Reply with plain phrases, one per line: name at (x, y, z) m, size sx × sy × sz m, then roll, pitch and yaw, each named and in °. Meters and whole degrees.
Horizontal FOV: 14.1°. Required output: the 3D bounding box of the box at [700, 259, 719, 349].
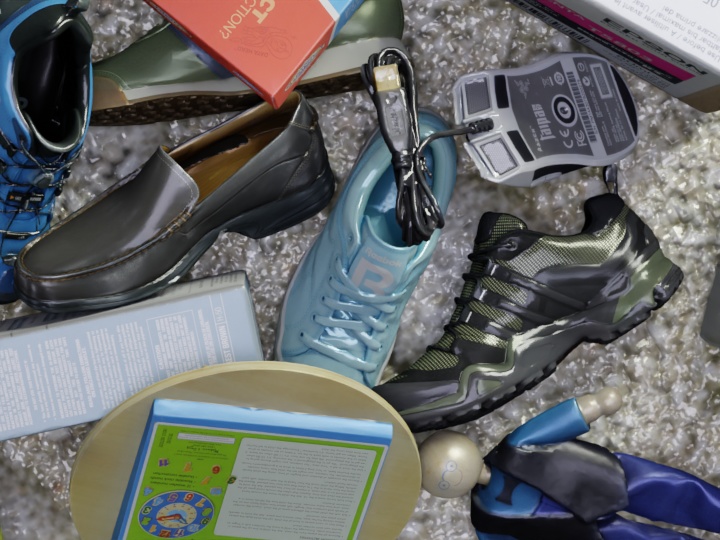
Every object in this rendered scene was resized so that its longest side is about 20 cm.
box at (0.318, -0.007, 1.621) m, size 0.199 × 0.200 × 0.172 m, roll 17°, pitch 91°, yaw -4°

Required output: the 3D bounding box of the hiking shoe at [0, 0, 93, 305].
hiking shoe at (-0.194, -0.068, 1.629) m, size 0.074 × 0.087 × 0.200 m, roll -5°, pitch 114°, yaw -28°

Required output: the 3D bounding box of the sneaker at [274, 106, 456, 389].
sneaker at (0.000, 0.000, 1.668) m, size 0.074 × 0.082 × 0.200 m, roll 18°, pitch 93°, yaw -2°

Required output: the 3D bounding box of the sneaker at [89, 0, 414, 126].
sneaker at (-0.073, -0.140, 1.670) m, size 0.200 × 0.067 × 0.090 m, roll -9°, pitch 82°, yaw 2°

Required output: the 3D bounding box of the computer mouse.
computer mouse at (0.080, -0.077, 1.646) m, size 0.200 × 0.044 × 0.110 m, roll -9°, pitch 77°, yaw -43°

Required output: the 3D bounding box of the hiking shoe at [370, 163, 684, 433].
hiking shoe at (0.082, 0.020, 1.686) m, size 0.200 × 0.076 × 0.101 m, roll -29°, pitch 83°, yaw -7°

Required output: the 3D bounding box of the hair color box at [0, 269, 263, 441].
hair color box at (-0.157, 0.052, 1.658) m, size 0.200 × 0.099 × 0.061 m, roll -12°, pitch 95°, yaw -1°

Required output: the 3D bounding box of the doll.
doll at (0.128, 0.130, 1.689) m, size 0.200 × 0.048 × 0.137 m, roll 15°, pitch 115°, yaw -6°

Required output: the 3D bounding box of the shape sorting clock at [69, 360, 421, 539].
shape sorting clock at (-0.065, 0.121, 1.649) m, size 0.200 × 0.039 × 0.200 m, roll -5°, pitch 131°, yaw -6°

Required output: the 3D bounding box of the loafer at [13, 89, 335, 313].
loafer at (-0.109, -0.042, 1.638) m, size 0.200 × 0.073 × 0.072 m, roll -28°, pitch 137°, yaw -22°

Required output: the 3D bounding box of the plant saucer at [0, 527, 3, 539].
plant saucer at (-0.292, 0.211, 1.628) m, size 0.200 × 0.048 × 0.200 m, roll -20°, pitch 60°, yaw 7°

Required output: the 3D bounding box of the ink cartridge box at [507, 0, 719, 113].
ink cartridge box at (0.142, -0.167, 1.620) m, size 0.200 × 0.165 × 0.075 m, roll 29°, pitch 89°, yaw -3°

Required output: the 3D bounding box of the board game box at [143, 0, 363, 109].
board game box at (-0.077, -0.212, 1.622) m, size 0.200 × 0.040 × 0.153 m, roll 38°, pitch 87°, yaw 5°
